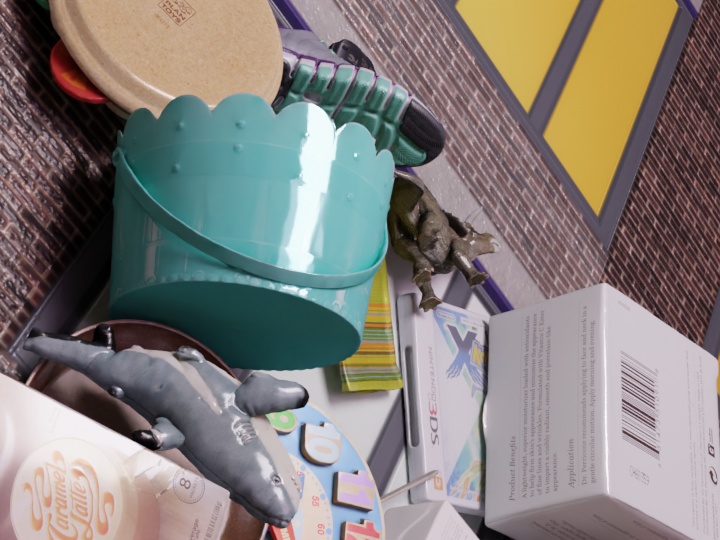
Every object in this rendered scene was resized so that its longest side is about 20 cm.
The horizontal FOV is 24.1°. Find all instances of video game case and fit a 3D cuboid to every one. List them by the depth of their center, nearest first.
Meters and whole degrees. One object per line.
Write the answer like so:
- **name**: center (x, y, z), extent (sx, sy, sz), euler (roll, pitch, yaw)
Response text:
- **video game case**: center (0.107, 0.126, 1.487), extent (0.200, 0.022, 0.183), euler (19, 61, -47)

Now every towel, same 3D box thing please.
- **towel**: center (0.000, 0.000, 1.378), extent (0.086, 0.018, 0.201), euler (2, 81, -62)

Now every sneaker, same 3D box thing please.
- **sneaker**: center (-0.018, -0.157, 1.368), extent (0.200, 0.074, 0.088), euler (24, 39, -17)

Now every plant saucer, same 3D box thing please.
- **plant saucer**: center (-0.149, 0.133, 1.123), extent (0.200, 0.034, 0.201), euler (15, 65, -35)

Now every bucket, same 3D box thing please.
- **bucket**: center (-0.079, -0.021, 1.176), extent (0.207, 0.207, 0.135), euler (27, 60, -43)

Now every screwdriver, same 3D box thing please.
- **screwdriver**: center (0.005, 0.189, 1.317), extent (0.200, 0.028, 0.029), euler (-12, 55, -47)

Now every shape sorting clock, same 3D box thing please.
- **shape sorting clock**: center (-0.065, 0.178, 1.208), extent (0.200, 0.039, 0.201), euler (16, 62, -33)

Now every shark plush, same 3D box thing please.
- **shark plush**: center (-0.118, 0.086, 1.080), extent (0.200, 0.091, 0.083), euler (40, 37, -14)

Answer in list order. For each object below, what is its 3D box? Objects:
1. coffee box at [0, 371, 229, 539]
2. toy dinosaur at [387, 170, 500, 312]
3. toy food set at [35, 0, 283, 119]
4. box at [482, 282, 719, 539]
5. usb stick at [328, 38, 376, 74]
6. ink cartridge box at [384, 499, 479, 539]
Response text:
- **coffee box**: center (-0.192, 0.148, 1.010), extent (0.200, 0.080, 0.115), euler (31, 57, -25)
- **toy dinosaur**: center (0.051, -0.034, 1.429), extent (0.200, 0.077, 0.102), euler (38, 21, -48)
- **toy food set**: center (-0.147, -0.180, 1.237), extent (0.200, 0.049, 0.198), euler (34, 48, -17)
- **box**: center (0.217, 0.148, 1.489), extent (0.200, 0.130, 0.199), euler (31, 53, -42)
- **usb stick**: center (-0.030, -0.114, 1.410), extent (0.055, 0.033, 0.200), euler (44, 45, -27)
- **ink cartridge box**: center (0.079, 0.293, 1.340), extent (0.200, 0.067, 0.117), euler (52, 44, -23)
